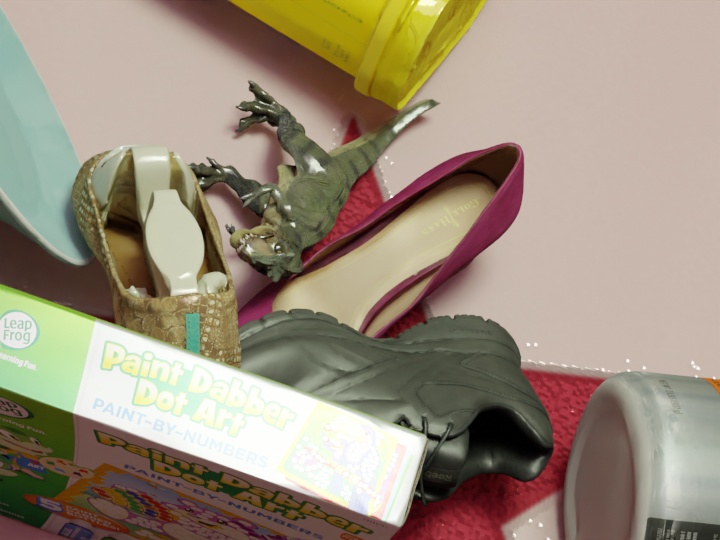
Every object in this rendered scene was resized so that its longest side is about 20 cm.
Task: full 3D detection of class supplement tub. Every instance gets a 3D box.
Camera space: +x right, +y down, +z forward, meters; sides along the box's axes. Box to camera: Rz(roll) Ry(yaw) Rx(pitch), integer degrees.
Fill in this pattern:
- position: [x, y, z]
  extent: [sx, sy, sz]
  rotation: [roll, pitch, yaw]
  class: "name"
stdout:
- position: [0.209, 0.118, 0.894]
  extent: [0.199, 0.123, 0.123]
  rotation: [6, 58, -13]
  class: "supplement tub"

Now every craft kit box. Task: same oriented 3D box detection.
- position: [-0.088, 0.082, 0.782]
  extent: [0.199, 0.198, 0.049]
  rotation: [19, 64, -3]
  class: "craft kit box"

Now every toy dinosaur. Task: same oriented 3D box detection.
- position: [-0.037, -0.053, 0.970]
  extent: [0.088, 0.048, 0.200]
  rotation: [24, 39, 14]
  class: "toy dinosaur"

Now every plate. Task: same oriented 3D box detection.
- position: [-0.186, -0.087, 0.881]
  extent: [0.025, 0.200, 0.201]
  rotation: [-27, 66, 6]
  class: "plate"

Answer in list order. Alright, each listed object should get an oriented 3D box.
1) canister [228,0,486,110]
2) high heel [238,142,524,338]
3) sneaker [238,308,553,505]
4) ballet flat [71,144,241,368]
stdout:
- position: [-0.028, -0.194, 1.028]
  extent: [0.199, 0.087, 0.149]
  rotation: [32, 43, 6]
  class: "canister"
- position: [0.000, 0.000, 0.919]
  extent: [0.067, 0.096, 0.200]
  rotation: [44, 58, 12]
  class: "high heel"
- position: [0.005, 0.069, 0.868]
  extent: [0.199, 0.076, 0.091]
  rotation: [-5, 37, -25]
  class: "sneaker"
- position: [-0.092, -0.019, 0.858]
  extent: [0.070, 0.066, 0.200]
  rotation: [-6, 37, -19]
  class: "ballet flat"
